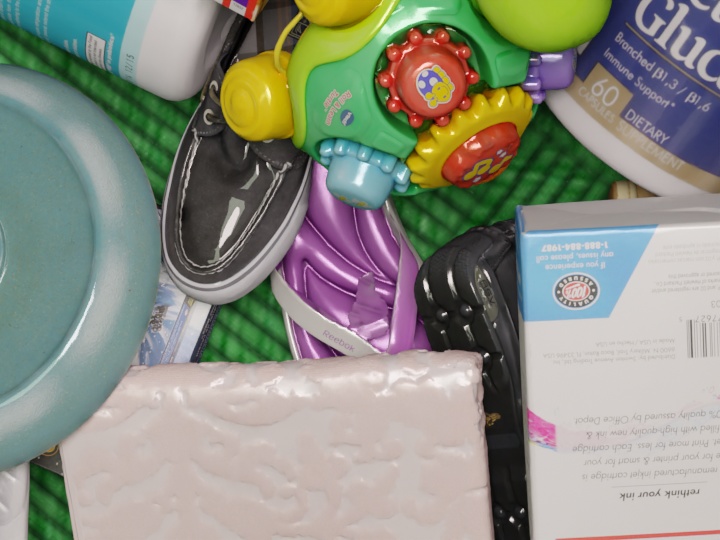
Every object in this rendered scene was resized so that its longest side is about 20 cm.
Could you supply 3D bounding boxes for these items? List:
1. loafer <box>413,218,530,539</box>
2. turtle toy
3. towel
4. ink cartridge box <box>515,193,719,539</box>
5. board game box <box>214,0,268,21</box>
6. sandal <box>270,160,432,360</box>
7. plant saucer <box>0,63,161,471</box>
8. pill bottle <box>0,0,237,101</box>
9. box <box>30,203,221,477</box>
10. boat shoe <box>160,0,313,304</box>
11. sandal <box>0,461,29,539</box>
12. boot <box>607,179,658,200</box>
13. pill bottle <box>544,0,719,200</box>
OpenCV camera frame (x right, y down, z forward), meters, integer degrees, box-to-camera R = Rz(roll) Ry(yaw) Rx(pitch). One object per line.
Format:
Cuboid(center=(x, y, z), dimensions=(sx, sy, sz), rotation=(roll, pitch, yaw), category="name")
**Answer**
Cuboid(center=(0.087, 0.073, 1.296), dimensions=(0.068, 0.070, 0.202), rotation=(-5, 107, 48), category="loafer")
Cuboid(center=(0.039, -0.099, 1.201), dimensions=(0.101, 0.145, 0.200), rotation=(56, 136, 20), category="turtle toy")
Cuboid(center=(-0.034, 0.128, 1.295), dimensions=(0.198, 0.032, 0.192), rotation=(-4, 114, 7), category="towel")
Cuboid(center=(0.129, 0.072, 1.217), dimensions=(0.114, 0.068, 0.202), rotation=(-3, 102, 1), category="ink cartridge box")
Cuboid(center=(-0.071, -0.214, 1.253), dimensions=(0.151, 0.200, 0.046), rotation=(26, 135, 4), category="board game box")
Cuboid(center=(-0.007, 0.003, 1.312), dimensions=(0.082, 0.050, 0.204), rotation=(-23, 86, 6), category="sandal")
Cuboid(center=(-0.191, -0.004, 1.277), dimensions=(0.199, 0.027, 0.202), rotation=(-3, 75, 13), category="plant saucer")
Cuboid(center=(-0.146, -0.168, 1.294), dimensions=(0.199, 0.111, 0.111), rotation=(25, 93, 5), category="pill bottle")
Cuboid(center=(-0.171, 0.011, 1.335), dimensions=(0.199, 0.040, 0.138), rotation=(23, 92, 5), category="box")
Cuboid(center=(-0.042, -0.084, 1.282), dimensions=(0.070, 0.066, 0.201), rotation=(25, 81, 16), category="boat shoe")
Cuboid(center=(-0.180, 0.136, 1.323), dimensions=(0.079, 0.059, 0.208), rotation=(16, 106, 17), category="sandal")
Cuboid(center=(0.200, 0.041, 1.280), dimensions=(0.154, 0.073, 0.201), rotation=(-14, 92, 7), category="boot")
Cuboid(center=(0.175, -0.135, 1.239), dimensions=(0.111, 0.111, 0.200), rotation=(36, 110, 4), category="pill bottle")
